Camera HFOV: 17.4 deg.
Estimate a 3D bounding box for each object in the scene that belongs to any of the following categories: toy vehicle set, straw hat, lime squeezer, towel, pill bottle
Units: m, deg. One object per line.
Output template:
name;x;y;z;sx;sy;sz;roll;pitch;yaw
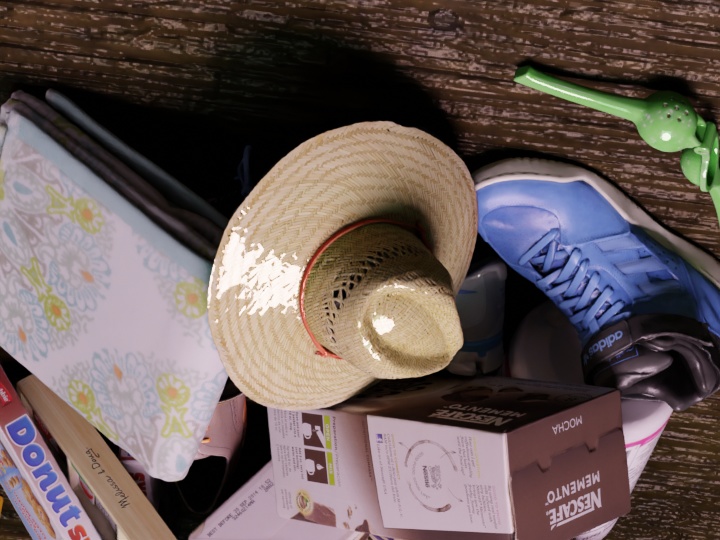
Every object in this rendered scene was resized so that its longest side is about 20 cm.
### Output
toy vehicle set;-0.170;0.173;1.610;0.026;0.200;0.125;-28;150;-22
straw hat;0.013;0.019;1.340;0.200;0.085;0.202;-22;131;-28
lime squeezer;0.182;-0.068;1.391;0.070;0.038;0.200;-29;131;35
towel;-0.154;0.006;1.416;0.200;0.048;0.172;38;131;20
pill bottle;0.131;0.117;1.560;0.112;0.114;0.201;10;140;-7

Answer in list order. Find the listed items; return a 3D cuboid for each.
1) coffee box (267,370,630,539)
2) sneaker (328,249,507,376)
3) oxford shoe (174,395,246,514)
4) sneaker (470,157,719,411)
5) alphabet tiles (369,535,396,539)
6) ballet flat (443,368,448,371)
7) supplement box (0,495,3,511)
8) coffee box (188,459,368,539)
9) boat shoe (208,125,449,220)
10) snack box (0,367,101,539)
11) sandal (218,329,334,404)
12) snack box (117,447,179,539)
coffee box;0.053;0.114;1.442;0.199;0.080;0.113;4;-166;45
sneaker;0.000;0.000;1.482;0.198;0.075;0.087;12;108;2
oxford shoe;-0.105;0.084;1.573;0.071;0.073;0.201;0;138;5
sneaker;0.145;0.015;1.437;0.199;0.112;0.077;29;135;-27
alphabet tiles;0.084;0.200;1.596;0.167;0.008;0.199;50;150;-20
ballet flat;0.027;0.112;1.603;0.071;0.072;0.201;9;142;-6
supplement box;-0.386;0.239;1.691;0.196;0.201;0.133;-20;135;27
coffee box;-0.065;0.212;1.646;0.080;0.113;0.200;43;155;12
boat shoe;-0.039;-0.047;1.418;0.199;0.085;0.069;-22;140;6
snack box;-0.217;0.148;1.586;0.201;0.024;0.072;60;156;1
sandal;-0.093;0.058;1.463;0.199;0.055;0.082;9;143;24
snack box;-0.149;0.164;1.678;0.024;0.072;0.201;3;141;2
